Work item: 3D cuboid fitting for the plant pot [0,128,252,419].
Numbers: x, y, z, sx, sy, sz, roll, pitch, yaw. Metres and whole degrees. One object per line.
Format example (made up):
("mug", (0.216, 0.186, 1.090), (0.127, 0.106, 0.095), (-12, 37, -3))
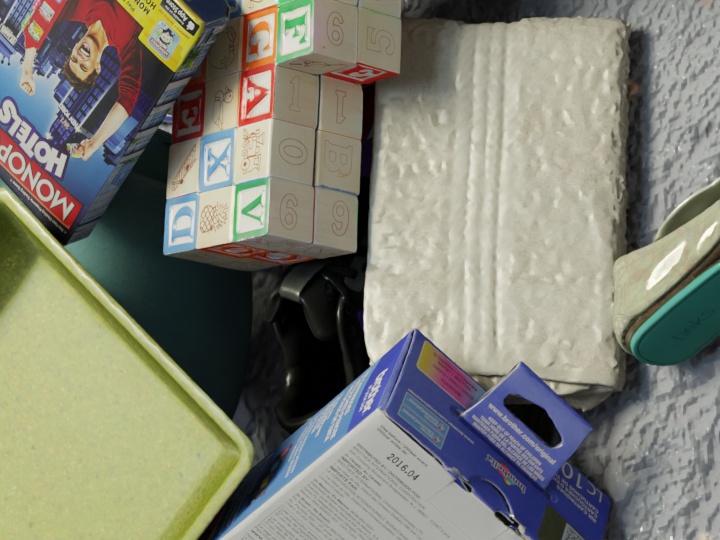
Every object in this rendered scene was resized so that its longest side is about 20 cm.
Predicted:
("plant pot", (-0.141, -0.008, 1.250), (0.200, 0.199, 0.135), (44, 118, 45))

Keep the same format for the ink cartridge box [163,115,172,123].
("ink cartridge box", (-0.098, -0.190, 1.364), (0.197, 0.047, 0.201), (11, 115, 49))

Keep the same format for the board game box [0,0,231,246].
("board game box", (-0.177, -0.120, 1.161), (0.200, 0.062, 0.200), (46, 120, 16))

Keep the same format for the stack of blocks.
("stack of blocks", (-0.038, -0.108, 1.119), (0.115, 0.058, 0.202), (-10, 74, 49))

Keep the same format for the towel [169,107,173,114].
("towel", (-0.086, -0.142, 1.286), (0.200, 0.034, 0.133), (38, 129, 42))

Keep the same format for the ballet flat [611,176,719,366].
("ballet flat", (0.183, -0.029, 1.006), (0.200, 0.067, 0.063), (-37, 44, 36))

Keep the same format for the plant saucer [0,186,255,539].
("plant saucer", (-0.160, 0.094, 1.132), (0.200, 0.048, 0.200), (44, 111, 19))

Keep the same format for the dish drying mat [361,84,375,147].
("dish drying mat", (0.019, -0.069, 1.230), (0.199, 0.018, 0.077), (-14, 79, 44))

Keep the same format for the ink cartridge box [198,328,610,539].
("ink cartridge box", (0.024, 0.124, 1.076), (0.200, 0.136, 0.076), (-41, 14, 34))

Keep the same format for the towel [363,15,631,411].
("towel", (0.069, -0.031, 1.112), (0.132, 0.034, 0.202), (1, 76, 11))

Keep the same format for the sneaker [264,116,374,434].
("sneaker", (0.000, 0.000, 1.162), (0.069, 0.099, 0.202), (13, 95, 44))
